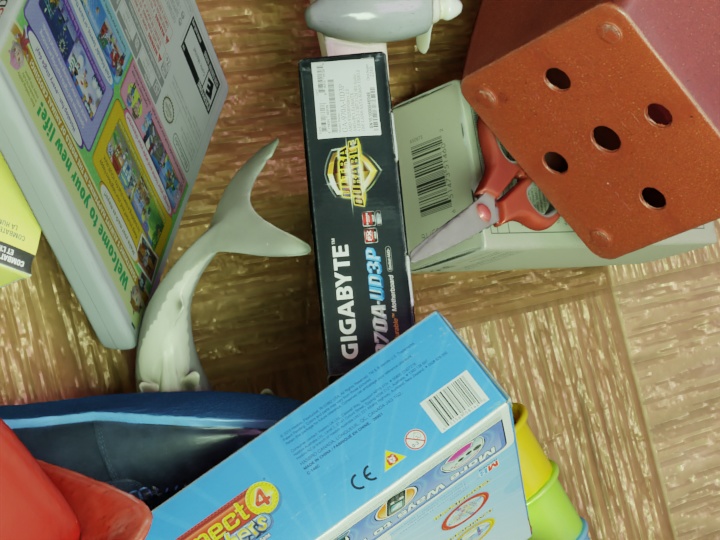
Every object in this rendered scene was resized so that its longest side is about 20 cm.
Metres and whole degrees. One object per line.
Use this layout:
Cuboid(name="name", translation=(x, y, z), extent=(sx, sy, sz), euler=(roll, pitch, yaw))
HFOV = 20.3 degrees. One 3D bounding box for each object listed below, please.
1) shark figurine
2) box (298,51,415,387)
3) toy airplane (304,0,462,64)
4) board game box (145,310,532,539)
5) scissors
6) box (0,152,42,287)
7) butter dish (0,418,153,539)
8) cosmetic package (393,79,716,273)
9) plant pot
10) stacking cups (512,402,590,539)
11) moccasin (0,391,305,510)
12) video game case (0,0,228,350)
Cuboid(name="shark figurine", translation=(-0.082, 0.046, 1.016), extent=(0.090, 0.127, 0.216), euler=(-95, 179, -65))
Cuboid(name="box", translation=(0.000, 0.000, 1.028), extent=(0.046, 0.200, 0.160), euler=(-5, 73, -1))
Cuboid(name="toy airplane", translation=(-0.006, -0.220, 1.115), extent=(0.200, 0.141, 0.199), euler=(50, 54, -19))
Cuboid(name="board game box", translation=(-0.018, 0.131, 0.934), extent=(0.199, 0.196, 0.056), euler=(-35, 66, -8))
Cuboid(name="scissors", translation=(0.073, -0.028, 1.073), extent=(0.073, 0.014, 0.200), euler=(51, 29, -13))
Cuboid(name="box", translation=(-0.177, -0.088, 0.985), extent=(0.050, 0.075, 0.201), euler=(24, 65, -32))
Cuboid(name="butter dish", translation=(-0.222, 0.099, 0.800), extent=(0.200, 0.199, 0.148), euler=(-47, 134, -37))
Cuboid(name="cosmetic package", translation=(0.118, -0.056, 1.218), extent=(0.199, 0.073, 0.104), euler=(-1, 79, -40))
Cuboid(name="plant pot", translation=(0.173, -0.123, 1.111), extent=(0.200, 0.200, 0.176), euler=(49, 55, -13))
Cuboid(name="stacking cups", translation=(0.121, 0.173, 1.168), extent=(0.060, 0.060, 0.201), euler=(-43, 106, -38))
Cuboid(name="moccasin", translation=(-0.115, 0.095, 0.950), extent=(0.080, 0.199, 0.069), euler=(-42, 128, -82))
Cuboid(name="video game case", translation=(-0.123, -0.093, 0.981), extent=(0.201, 0.022, 0.183), euler=(71, 28, -48))
